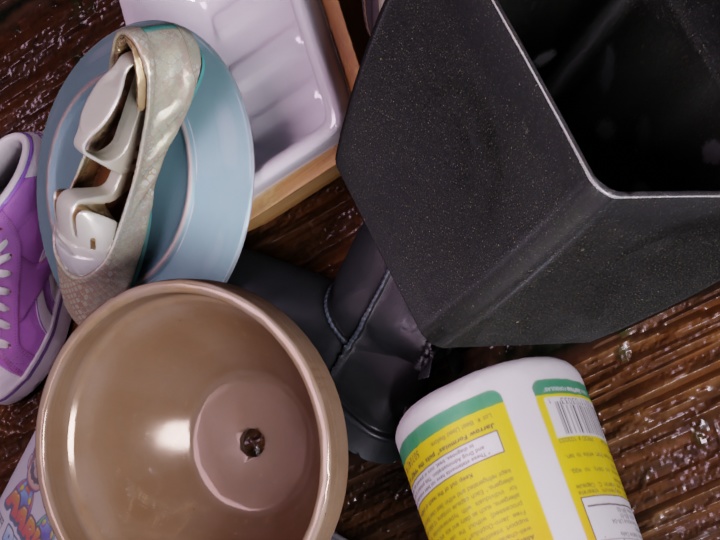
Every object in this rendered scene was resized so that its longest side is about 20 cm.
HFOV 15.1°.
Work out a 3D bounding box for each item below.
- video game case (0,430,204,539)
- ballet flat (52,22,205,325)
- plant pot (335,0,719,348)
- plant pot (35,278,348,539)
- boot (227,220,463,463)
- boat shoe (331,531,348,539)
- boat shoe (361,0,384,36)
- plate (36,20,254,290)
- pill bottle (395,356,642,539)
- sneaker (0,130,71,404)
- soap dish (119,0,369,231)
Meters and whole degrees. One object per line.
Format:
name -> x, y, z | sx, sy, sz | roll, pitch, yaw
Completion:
video game case -> -0.176, 0.159, 1.751 | 0.183, 0.024, 0.200 | -62, 34, 18
ballet flat -> -0.154, -0.058, 1.630 | 0.067, 0.062, 0.201 | 32, 110, 39
plant pot -> 0.104, -0.065, 1.470 | 0.178, 0.199, 0.200 | -49, 57, 38
plant pot -> -0.084, 0.104, 1.586 | 0.200, 0.093, 0.202 | 1, 92, 27
boot -> -0.001, 0.000, 1.622 | 0.198, 0.073, 0.163 | 42, 114, 28
boat shoe -> -0.020, 0.187, 1.619 | 0.200, 0.068, 0.072 | 37, 109, 38
boat shoe -> 0.025, -0.226, 1.634 | 0.073, 0.074, 0.201 | -9, 70, 50
plate -> -0.143, -0.056, 1.678 | 0.199, 0.025, 0.201 | -2, 87, 44
pill bottle -> 0.100, 0.159, 1.489 | 0.113, 0.112, 0.201 | -35, 64, 33
sneaker -> -0.243, -0.005, 1.806 | 0.073, 0.114, 0.201 | 33, 108, 37
soap dish -> -0.060, -0.133, 1.682 | 0.157, 0.081, 0.201 | -32, 65, 34
